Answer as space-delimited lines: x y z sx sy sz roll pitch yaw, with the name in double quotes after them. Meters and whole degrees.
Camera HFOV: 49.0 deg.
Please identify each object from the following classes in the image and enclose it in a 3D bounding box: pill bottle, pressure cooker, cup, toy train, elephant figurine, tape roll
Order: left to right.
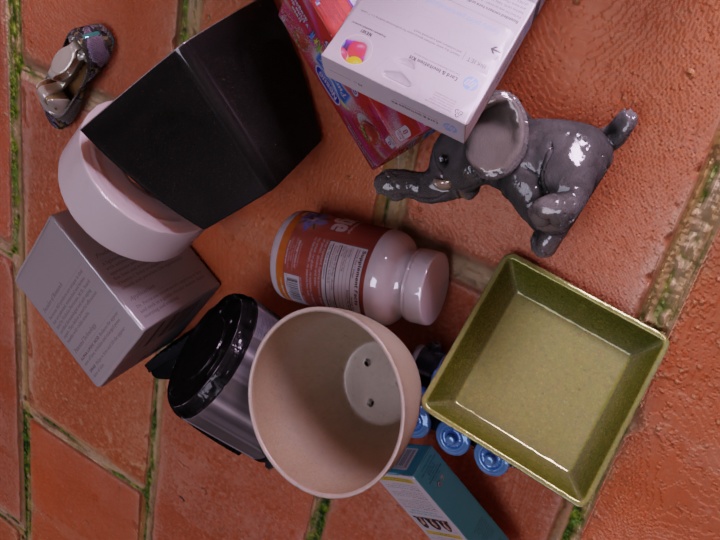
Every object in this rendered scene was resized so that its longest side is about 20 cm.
-0.277 -0.116 1.006 0.071 0.202 0.204 -37 89 37 "tape roll"
-0.125 0.150 1.013 0.199 0.178 0.178 35 163 -26 "pressure cooker"
-0.009 0.138 0.898 0.197 0.143 0.205 1 92 29 "cup"
0.000 0.000 0.939 0.197 0.112 0.114 14 117 26 "pill bottle"
0.130 0.160 0.948 0.197 0.086 0.116 22 111 25 "toy train"
0.136 -0.115 0.788 0.198 0.156 0.142 34 153 11 "elephant figurine"

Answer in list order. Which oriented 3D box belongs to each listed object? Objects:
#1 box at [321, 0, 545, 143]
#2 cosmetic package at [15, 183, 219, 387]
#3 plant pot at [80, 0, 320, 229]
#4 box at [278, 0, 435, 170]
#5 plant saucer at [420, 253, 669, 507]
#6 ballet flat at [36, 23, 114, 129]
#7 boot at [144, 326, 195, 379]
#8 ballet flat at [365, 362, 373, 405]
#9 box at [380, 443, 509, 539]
0.078 -0.241 0.745 0.154 0.202 0.041 27 166 13 "box"
-0.346 0.018 1.127 0.201 0.164 0.165 50 127 4 "cosmetic package"
-0.164 -0.173 0.929 0.198 0.201 0.179 -23 110 36 "plant pot"
0.012 -0.223 0.825 0.202 0.099 0.095 58 162 -3 "box"
0.197 0.115 0.854 0.198 0.048 0.202 29 79 17 "plant saucer"
-0.418 -0.269 1.109 0.072 0.072 0.200 51 127 2 "ballet flat"
-0.221 0.165 1.176 0.197 0.073 0.164 -29 99 38 "boot"
0.007 0.165 1.042 0.068 0.069 0.204 -6 103 33 "ballet flat"
0.107 0.302 0.991 0.082 0.049 0.201 -10 124 51 "box"
